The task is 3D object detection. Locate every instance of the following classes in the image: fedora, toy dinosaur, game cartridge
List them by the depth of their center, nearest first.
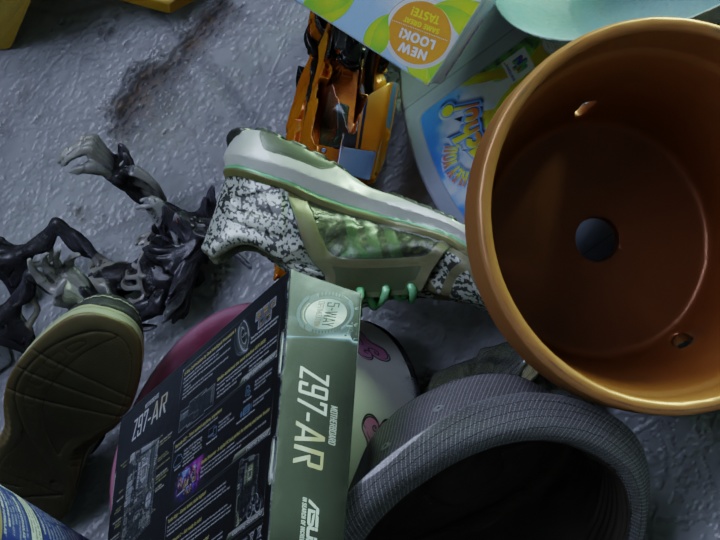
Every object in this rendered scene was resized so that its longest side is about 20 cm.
[{"bbox_3d":[0.050,0.128,1.489,0.200,0.177,0.090,-45,35,11],"label":"fedora"},{"bbox_3d":[0.088,0.068,1.581,0.200,0.047,0.088,-30,43,14],"label":"toy dinosaur"},{"bbox_3d":[0.097,-0.080,1.669,0.133,0.040,0.200,-39,47,16],"label":"game cartridge"}]

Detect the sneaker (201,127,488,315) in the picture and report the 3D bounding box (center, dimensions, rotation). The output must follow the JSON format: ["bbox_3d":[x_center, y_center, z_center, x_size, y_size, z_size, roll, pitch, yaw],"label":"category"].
[{"bbox_3d":[0.000,0.000,1.590,0.200,0.077,0.089,25,81,7],"label":"sneaker"}]

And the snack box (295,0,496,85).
[{"bbox_3d":[0.004,-0.225,1.611,0.200,0.068,0.169,34,99,6],"label":"snack box"}]

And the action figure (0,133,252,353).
[{"bbox_3d":[-0.162,-0.013,1.775,0.200,0.102,0.119,-16,44,30],"label":"action figure"}]

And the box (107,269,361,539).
[{"bbox_3d":[-0.071,0.113,1.485,0.200,0.043,0.160,-41,37,49],"label":"box"}]

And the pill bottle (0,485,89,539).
[{"bbox_3d":[-0.198,0.187,1.610,0.112,0.200,0.112,-18,54,28],"label":"pill bottle"}]

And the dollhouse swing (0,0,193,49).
[{"bbox_3d":[-0.181,-0.249,1.977,0.182,0.176,0.200,132,156,-68],"label":"dollhouse swing"}]

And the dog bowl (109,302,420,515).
[{"bbox_3d":[-0.061,0.106,1.619,0.200,0.074,0.200,-29,47,36],"label":"dog bowl"}]

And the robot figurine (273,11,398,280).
[{"bbox_3d":[-0.010,-0.096,1.711,0.145,0.058,0.200,129,152,-66],"label":"robot figurine"}]

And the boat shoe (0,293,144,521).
[{"bbox_3d":[-0.173,0.071,1.699,0.201,0.072,0.066,117,171,-45],"label":"boat shoe"}]

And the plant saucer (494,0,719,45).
[{"bbox_3d":[0.174,-0.175,1.636,0.201,0.039,0.201,-17,32,11],"label":"plant saucer"}]

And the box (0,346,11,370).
[{"bbox_3d":[-0.333,0.011,1.816,0.112,0.200,0.101,-35,48,14],"label":"box"}]

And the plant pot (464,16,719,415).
[{"bbox_3d":[0.141,-0.022,1.494,0.200,0.200,0.140,-61,8,-10],"label":"plant pot"}]
